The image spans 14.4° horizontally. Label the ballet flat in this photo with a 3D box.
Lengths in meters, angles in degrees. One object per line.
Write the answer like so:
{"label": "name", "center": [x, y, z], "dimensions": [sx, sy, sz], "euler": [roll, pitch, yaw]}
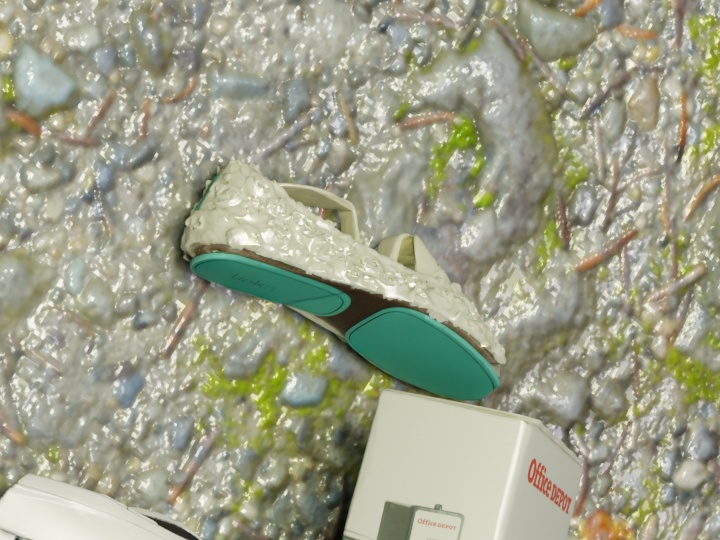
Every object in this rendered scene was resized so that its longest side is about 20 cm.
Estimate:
{"label": "ballet flat", "center": [0.000, 0.000, 1.437], "dimensions": [0.199, 0.072, 0.072], "euler": [27, 83, -32]}

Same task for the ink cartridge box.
{"label": "ink cartridge box", "center": [0.039, 0.172, 1.421], "dimensions": [0.147, 0.083, 0.201], "euler": [45, 59, -70]}

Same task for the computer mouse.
{"label": "computer mouse", "center": [-0.145, 0.135, 1.370], "dimensions": [0.199, 0.044, 0.110], "euler": [21, 86, -32]}
